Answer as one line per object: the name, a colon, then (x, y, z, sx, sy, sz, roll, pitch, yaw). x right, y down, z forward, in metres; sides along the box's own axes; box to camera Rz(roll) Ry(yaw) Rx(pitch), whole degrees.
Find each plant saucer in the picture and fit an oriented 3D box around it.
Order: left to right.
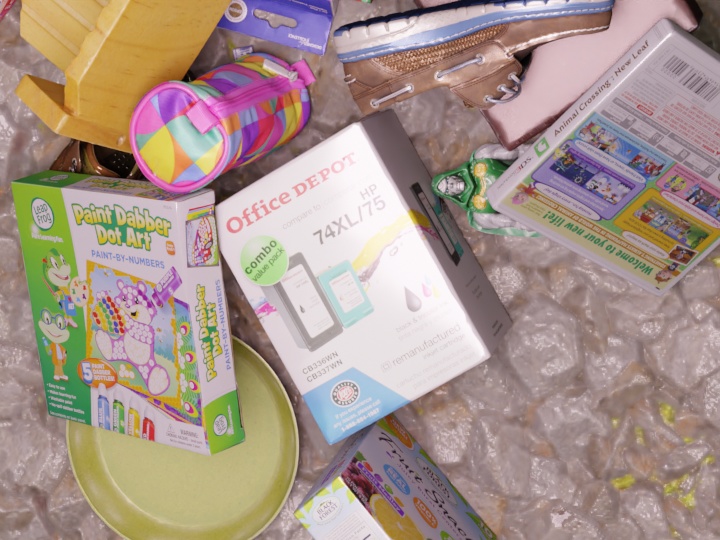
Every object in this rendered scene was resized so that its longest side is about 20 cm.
plant saucer: (-0.144, 0.137, 1.639, 0.198, 0.031, 0.202, 2, 101, 10)

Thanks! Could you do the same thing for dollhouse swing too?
dollhouse swing: (-0.198, -0.224, 1.483, 0.175, 0.182, 0.201, 37, 99, 18)

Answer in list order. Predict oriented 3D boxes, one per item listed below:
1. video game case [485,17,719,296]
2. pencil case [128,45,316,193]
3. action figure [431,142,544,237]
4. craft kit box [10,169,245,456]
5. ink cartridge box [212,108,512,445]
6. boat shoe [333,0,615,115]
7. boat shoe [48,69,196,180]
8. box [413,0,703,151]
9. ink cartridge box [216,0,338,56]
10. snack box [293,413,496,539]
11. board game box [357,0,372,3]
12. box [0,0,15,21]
video game case: (0.217, -0.076, 1.432, 0.199, 0.022, 0.182, 25, 121, -39)
pencil case: (-0.102, -0.117, 1.505, 0.087, 0.200, 0.089, 5, 107, 17)
action figure: (0.153, -0.064, 1.533, 0.198, 0.055, 0.120, 0, 89, 8)
craft kit box: (-0.180, 0.029, 1.529, 0.199, 0.048, 0.200, 8, 108, 43)
ink cartridge box: (0.000, 0.000, 1.527, 0.146, 0.146, 0.201, -30, 92, 14)
boat shoe: (0.083, -0.150, 1.361, 0.198, 0.072, 0.073, -7, 104, 23)
boat shoe: (-0.210, -0.087, 1.592, 0.072, 0.068, 0.201, 36, 105, 1)
box: (0.131, -0.222, 1.453, 0.165, 0.164, 0.201, -31, 93, 15)
ink cartridge box: (-0.051, -0.275, 1.548, 0.094, 0.037, 0.202, 16, 104, 7)
snack box: (0.031, 0.196, 1.528, 0.053, 0.200, 0.143, -39, 91, 15)
board game box: (-0.023, -0.310, 1.495, 0.102, 0.019, 0.202, 12, 109, 4)
box: (-0.379, -0.254, 1.582, 0.200, 0.095, 0.103, 40, 105, 2)
